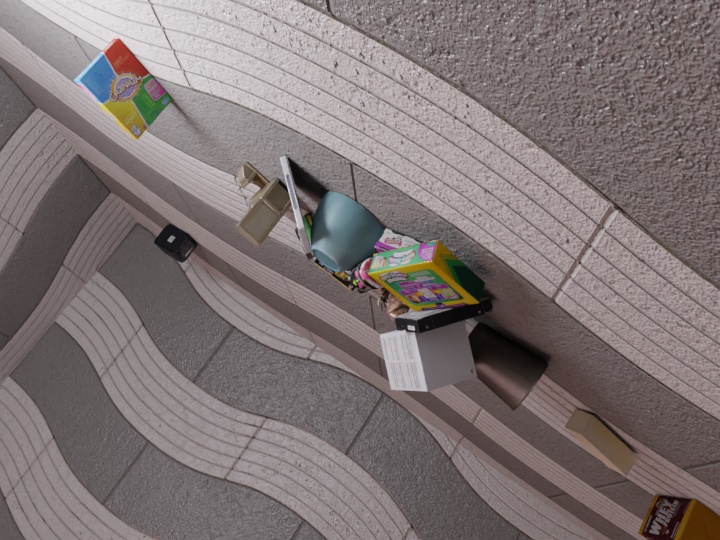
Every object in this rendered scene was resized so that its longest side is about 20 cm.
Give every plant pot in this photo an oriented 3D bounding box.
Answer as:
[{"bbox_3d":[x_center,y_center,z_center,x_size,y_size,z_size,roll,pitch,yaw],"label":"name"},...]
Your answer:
[{"bbox_3d":[-0.049,-0.078,1.521,0.198,0.136,0.201,34,164,11],"label":"plant pot"}]

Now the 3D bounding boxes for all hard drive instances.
[{"bbox_3d":[0.193,0.102,1.431,0.139,0.196,0.039,174,83,-72],"label":"hard drive"}]

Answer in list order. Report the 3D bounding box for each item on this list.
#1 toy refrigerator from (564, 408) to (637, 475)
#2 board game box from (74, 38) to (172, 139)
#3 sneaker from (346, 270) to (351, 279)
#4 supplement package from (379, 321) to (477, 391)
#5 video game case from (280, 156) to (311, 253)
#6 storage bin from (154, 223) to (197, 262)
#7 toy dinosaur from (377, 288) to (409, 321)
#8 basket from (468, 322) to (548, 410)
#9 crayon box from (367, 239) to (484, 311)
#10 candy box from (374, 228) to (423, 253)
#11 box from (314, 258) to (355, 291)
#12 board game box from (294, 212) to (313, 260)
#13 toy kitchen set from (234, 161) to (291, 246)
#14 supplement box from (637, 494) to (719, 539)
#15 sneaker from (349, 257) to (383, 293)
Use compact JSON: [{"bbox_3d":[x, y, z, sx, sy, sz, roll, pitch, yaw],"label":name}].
[{"bbox_3d":[0.661,0.468,1.670,0.200,0.070,0.076,42,170,-15],"label":"toy refrigerator"},{"bbox_3d":[-0.611,-0.468,1.582,0.040,0.154,0.200,16,155,46],"label":"board game box"},{"bbox_3d":[0.000,0.000,1.646,0.145,0.082,0.198,15,171,-38],"label":"sneaker"},{"bbox_3d":[0.168,0.213,1.547,0.199,0.149,0.154,-23,79,66],"label":"supplement package"},{"bbox_3d":[-0.160,-0.161,1.512,0.144,0.018,0.203,83,171,-69],"label":"video game case"},{"bbox_3d":[-0.988,-0.146,3.255,0.198,0.136,0.094,25,161,35],"label":"storage bin"},{"bbox_3d":[0.097,0.091,1.661,0.133,0.201,0.087,-7,122,8],"label":"toy dinosaur"},{"bbox_3d":[0.354,0.237,1.565,0.199,0.136,0.181,37,150,13],"label":"basket"},{"bbox_3d":[0.143,0.016,1.343,0.172,0.059,0.198,39,149,-31],"label":"crayon box"},{"bbox_3d":[0.128,-0.005,1.484,0.135,0.061,0.201,23,158,32],"label":"candy box"},{"bbox_3d":[-0.057,-0.016,1.862,0.159,0.050,0.200,39,164,-2],"label":"box"},{"bbox_3d":[-0.152,-0.097,1.802,0.106,0.023,0.200,67,164,2],"label":"board game box"},{"bbox_3d":[-0.316,-0.180,1.706,0.163,0.182,0.199,42,159,-17],"label":"toy kitchen set"},{"bbox_3d":[0.958,0.767,1.753,0.196,0.134,0.200,35,163,4],"label":"supplement box"},{"bbox_3d":[0.012,0.018,1.463,0.200,0.086,0.075,-12,-100,-78],"label":"sneaker"}]
